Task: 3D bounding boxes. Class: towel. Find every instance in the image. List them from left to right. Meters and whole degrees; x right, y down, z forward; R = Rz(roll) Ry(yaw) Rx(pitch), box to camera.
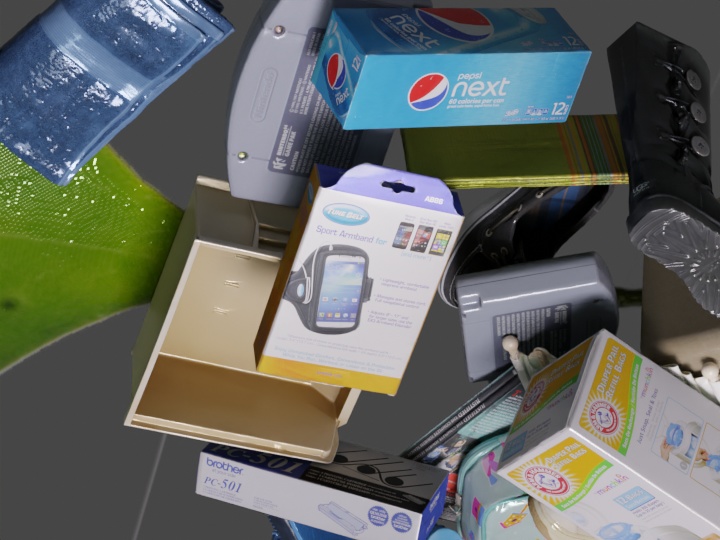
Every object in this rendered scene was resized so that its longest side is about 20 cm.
[{"bbox_3d":[-0.201,-0.157,1.536,0.200,0.049,0.112,-38,123,22],"label":"towel"},{"bbox_3d":[0.133,-0.093,1.608,0.199,0.086,0.018,-2,129,-6],"label":"towel"}]

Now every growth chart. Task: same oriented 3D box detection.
[{"bbox_3d":[0.223,0.114,1.674,0.199,0.018,0.145,5,140,27],"label":"growth chart"}]

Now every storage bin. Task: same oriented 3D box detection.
[{"bbox_3d":[-0.074,0.045,1.686,0.197,0.094,0.201,13,125,-16],"label":"storage bin"}]

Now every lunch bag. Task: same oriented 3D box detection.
[{"bbox_3d":[0.177,0.197,1.821,0.199,0.077,0.161,-18,146,-12],"label":"lunch bag"}]

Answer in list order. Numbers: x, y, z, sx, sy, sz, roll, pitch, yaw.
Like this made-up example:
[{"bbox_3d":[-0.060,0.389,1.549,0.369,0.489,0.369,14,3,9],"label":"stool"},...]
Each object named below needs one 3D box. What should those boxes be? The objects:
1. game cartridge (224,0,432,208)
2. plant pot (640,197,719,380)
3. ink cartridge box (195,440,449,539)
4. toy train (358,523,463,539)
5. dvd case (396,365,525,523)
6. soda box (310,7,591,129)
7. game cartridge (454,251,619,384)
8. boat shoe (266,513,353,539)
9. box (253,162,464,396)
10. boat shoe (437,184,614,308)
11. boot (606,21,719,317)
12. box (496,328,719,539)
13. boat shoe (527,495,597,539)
[{"bbox_3d":[-0.034,-0.137,1.584,0.132,0.041,0.201,7,127,-17],"label":"game cartridge"},{"bbox_3d":[0.335,0.048,1.691,0.176,0.201,0.200,-12,131,22],"label":"plant pot"},{"bbox_3d":[-0.032,0.181,1.748,0.199,0.094,0.045,14,111,13],"label":"ink cartridge box"},{"bbox_3d":[0.051,0.323,1.838,0.084,0.116,0.202,5,85,-20],"label":"toy train"},{"bbox_3d":[0.116,0.155,1.813,0.200,0.022,0.146,-40,145,24],"label":"dvd case"},{"bbox_3d":[0.069,-0.153,1.528,0.199,0.064,0.068,-5,132,-29],"label":"soda box"},{"bbox_3d":[0.148,0.041,1.699,0.132,0.042,0.200,-13,157,-1],"label":"game cartridge"},{"bbox_3d":[-0.051,0.258,1.868,0.068,0.084,0.201,-6,133,26],"label":"boat shoe"},{"bbox_3d":[0.000,0.000,1.579,0.118,0.042,0.201,11,120,-16],"label":"box"},{"bbox_3d":[0.137,-0.028,1.672,0.070,0.066,0.200,34,117,-29],"label":"boat shoe"},{"bbox_3d":[0.258,-0.076,1.565,0.065,0.201,0.165,-31,129,28],"label":"boot"},{"bbox_3d":[0.225,0.154,1.621,0.199,0.102,0.112,34,144,-13],"label":"box"},{"bbox_3d":[0.235,0.199,1.725,0.199,0.074,0.069,6,140,-39],"label":"boat shoe"}]
